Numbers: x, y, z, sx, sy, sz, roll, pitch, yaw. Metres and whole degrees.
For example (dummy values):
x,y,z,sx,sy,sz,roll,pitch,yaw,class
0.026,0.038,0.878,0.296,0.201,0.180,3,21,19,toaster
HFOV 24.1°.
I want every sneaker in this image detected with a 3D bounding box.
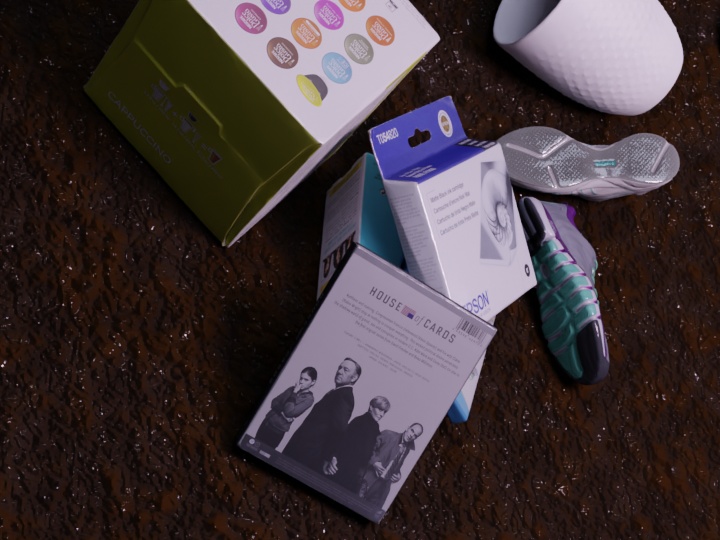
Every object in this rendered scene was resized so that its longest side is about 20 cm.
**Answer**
x,y,z,sx,sy,sz,roll,pitch,yaw,class
0.219,0.015,1.681,0.087,0.074,0.202,-5,67,-39,sneaker
0.226,-0.101,1.753,0.198,0.080,0.071,4,70,-9,sneaker

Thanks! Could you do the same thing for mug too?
x,y,z,sx,sy,sz,roll,pitch,yaw,class
0.250,-0.264,1.817,0.175,0.148,0.201,34,21,-22,mug

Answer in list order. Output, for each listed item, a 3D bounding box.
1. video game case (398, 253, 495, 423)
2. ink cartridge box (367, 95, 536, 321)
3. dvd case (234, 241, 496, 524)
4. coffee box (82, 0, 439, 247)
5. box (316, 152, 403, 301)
x,y,z,sx,sy,sz,roll,pitch,yaw,class
0.082,0.020,1.565,0.144,0.018,0.201,58,34,-31,video game case
0.089,-0.054,1.549,0.199,0.040,0.202,-31,105,-60,ink cartridge box
0.005,0.098,1.449,0.149,0.025,0.201,31,94,-15,dvd case
-0.091,-0.184,1.505,0.200,0.200,0.198,47,51,-1,coffee box
0.000,0.000,1.541,0.049,0.082,0.202,18,57,-22,box
